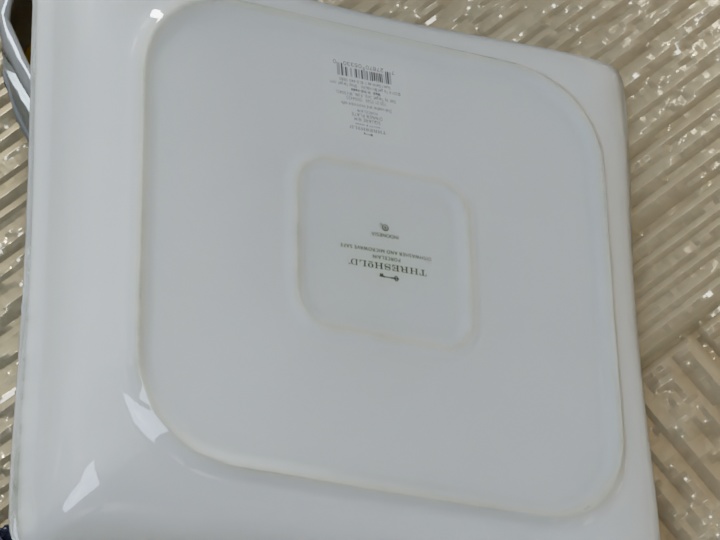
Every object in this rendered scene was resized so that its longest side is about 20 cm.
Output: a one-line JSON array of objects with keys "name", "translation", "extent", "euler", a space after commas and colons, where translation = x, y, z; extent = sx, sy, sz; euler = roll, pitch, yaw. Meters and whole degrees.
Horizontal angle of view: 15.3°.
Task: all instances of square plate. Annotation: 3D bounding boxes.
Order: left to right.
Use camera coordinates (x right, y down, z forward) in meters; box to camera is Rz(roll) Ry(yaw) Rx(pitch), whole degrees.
[{"name": "square plate", "translation": [0.000, 0.000, 0.781], "extent": [0.200, 0.028, 0.198], "euler": [11, 60, -22]}]

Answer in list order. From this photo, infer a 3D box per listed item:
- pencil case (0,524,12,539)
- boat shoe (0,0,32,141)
[{"name": "pencil case", "translation": [-0.177, 0.015, 0.821], "extent": [0.085, 0.092, 0.200], "euler": [-7, 60, -34]}, {"name": "boat shoe", "translation": [-0.046, -0.020, 0.831], "extent": [0.071, 0.070, 0.200], "euler": [-37, 68, -8]}]
